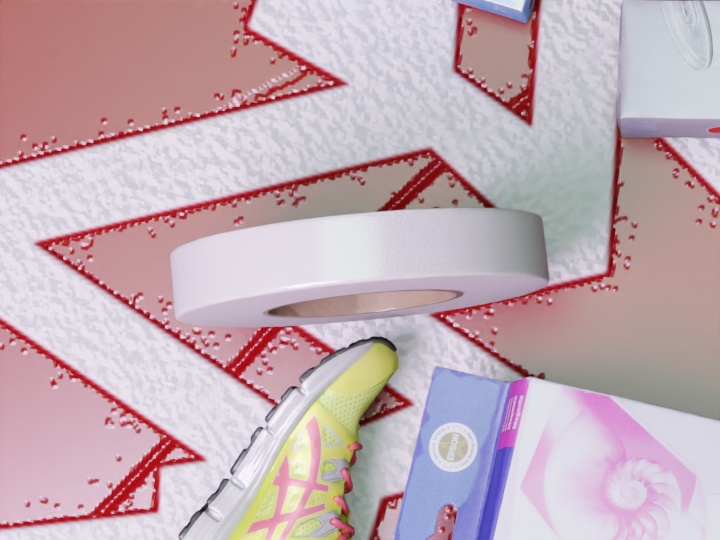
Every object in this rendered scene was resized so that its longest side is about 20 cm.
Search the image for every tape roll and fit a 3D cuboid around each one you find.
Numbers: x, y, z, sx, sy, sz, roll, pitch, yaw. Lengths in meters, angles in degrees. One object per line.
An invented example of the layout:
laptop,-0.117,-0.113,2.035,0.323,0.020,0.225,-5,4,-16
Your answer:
tape roll,0.000,0.000,1.500,0.201,0.203,0.037,-6,83,7

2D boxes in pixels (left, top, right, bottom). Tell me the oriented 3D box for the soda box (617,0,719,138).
soda box,0.240,-0.109,1.548,0.198,0.063,0.069,2,84,7

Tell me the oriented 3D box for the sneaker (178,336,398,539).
sneaker,-0.031,0.128,1.552,0.090,0.078,0.201,35,87,5

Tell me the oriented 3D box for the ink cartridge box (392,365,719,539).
ink cartridge box,0.110,0.161,1.481,0.199,0.043,0.198,12,81,8

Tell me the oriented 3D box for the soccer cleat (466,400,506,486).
soccer cleat,0.115,0.148,1.544,0.081,0.068,0.201,-20,74,-22

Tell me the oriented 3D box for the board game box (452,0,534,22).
board game box,0.051,-0.257,1.603,0.150,0.037,0.201,16,87,8
